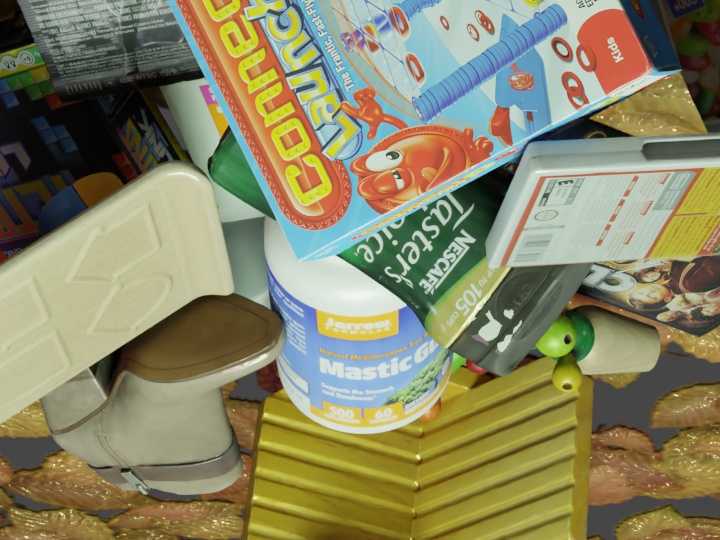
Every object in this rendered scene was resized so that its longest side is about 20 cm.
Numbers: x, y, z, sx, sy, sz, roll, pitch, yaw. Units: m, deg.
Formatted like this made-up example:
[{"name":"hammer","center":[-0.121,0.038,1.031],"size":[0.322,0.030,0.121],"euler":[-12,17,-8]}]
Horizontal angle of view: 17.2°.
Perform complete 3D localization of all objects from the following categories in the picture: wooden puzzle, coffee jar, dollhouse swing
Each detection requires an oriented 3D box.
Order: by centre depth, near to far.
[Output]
[{"name":"coffee jar","center":[0.026,-0.036,1.261],"size":[0.200,0.104,0.085],"euler":[35,-168,-2]},{"name":"wooden puzzle","center":[-0.172,0.013,1.315],"size":[0.200,0.046,0.185],"euler":[-28,161,-9]},{"name":"dollhouse swing","center":[0.038,0.137,1.639],"size":[0.181,0.200,0.176],"euler":[17,150,-18]}]

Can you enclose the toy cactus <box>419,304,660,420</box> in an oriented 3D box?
[{"name":"toy cactus","center":[0.116,0.048,1.545],"size":[0.165,0.102,0.200],"euler":[8,168,-19]}]

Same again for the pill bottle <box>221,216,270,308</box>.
[{"name":"pill bottle","center":[-0.122,0.023,1.554],"size":[0.114,0.114,0.200],"euler":[14,151,-14]}]

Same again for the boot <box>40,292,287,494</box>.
[{"name":"boot","center":[-0.109,0.082,1.471],"size":[0.200,0.070,0.146],"euler":[-1,139,30]}]

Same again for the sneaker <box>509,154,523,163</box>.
[{"name":"sneaker","center":[0.107,-0.143,1.169],"size":[0.072,0.200,0.072],"euler":[32,-173,-31]}]

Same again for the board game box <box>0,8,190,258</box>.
[{"name":"board game box","center":[-0.211,-0.065,1.417],"size":[0.200,0.057,0.165],"euler":[-13,122,30]}]

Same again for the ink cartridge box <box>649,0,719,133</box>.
[{"name":"ink cartridge box","center":[0.214,-0.119,1.187],"size":[0.119,0.042,0.200],"euler":[-20,101,39]}]

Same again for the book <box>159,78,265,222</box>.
[{"name":"book","center":[-0.042,-0.106,1.385],"size":[0.133,0.048,0.200],"euler":[-6,149,10]}]

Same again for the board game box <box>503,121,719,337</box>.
[{"name":"board game box","center":[0.171,-0.025,1.492],"size":[0.200,0.035,0.135],"euler":[19,149,-22]}]

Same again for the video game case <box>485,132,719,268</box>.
[{"name":"video game case","center":[0.168,-0.035,1.154],"size":[0.200,0.017,0.143],"euler":[-3,162,-7]}]

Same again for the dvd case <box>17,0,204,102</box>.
[{"name":"dvd case","center":[-0.115,-0.173,1.242],"size":[0.148,0.016,0.200],"euler":[-9,138,8]}]

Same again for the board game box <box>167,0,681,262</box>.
[{"name":"board game box","center":[0.016,-0.136,1.116],"size":[0.196,0.200,0.056],"euler":[-28,177,21]}]

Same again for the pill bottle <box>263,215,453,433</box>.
[{"name":"pill bottle","center":[0.000,0.000,1.409],"size":[0.112,0.112,0.200],"euler":[3,145,5]}]
